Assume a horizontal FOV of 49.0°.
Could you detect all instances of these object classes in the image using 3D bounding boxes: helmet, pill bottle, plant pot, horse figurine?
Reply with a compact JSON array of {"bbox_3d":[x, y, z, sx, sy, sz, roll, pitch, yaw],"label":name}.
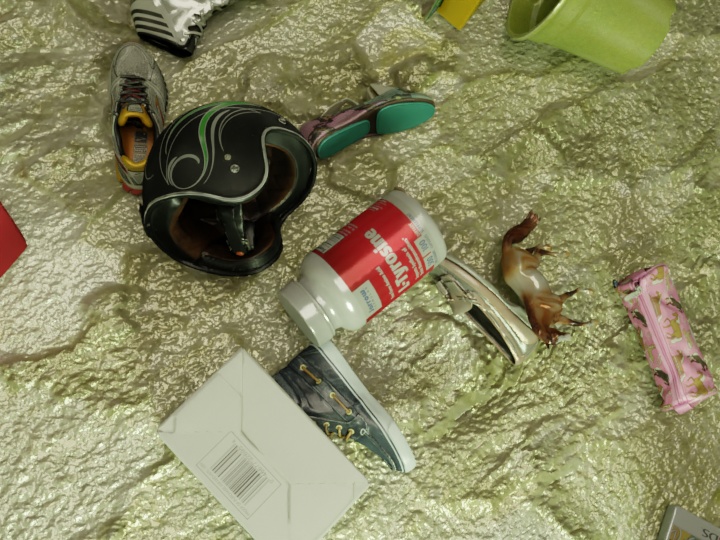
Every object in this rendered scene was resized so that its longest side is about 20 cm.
[{"bbox_3d":[-0.158,-0.110,0.958,0.199,0.200,0.191,18,52,-8],"label":"helmet"},{"bbox_3d":[0.000,0.000,0.980,0.200,0.112,0.112,-39,87,-13],"label":"pill bottle"},{"bbox_3d":[0.347,-0.388,1.157,0.184,0.200,0.201,24,71,-18],"label":"plant pot"},{"bbox_3d":[0.242,0.014,1.060,0.132,0.050,0.200,-8,61,-32],"label":"horse figurine"}]

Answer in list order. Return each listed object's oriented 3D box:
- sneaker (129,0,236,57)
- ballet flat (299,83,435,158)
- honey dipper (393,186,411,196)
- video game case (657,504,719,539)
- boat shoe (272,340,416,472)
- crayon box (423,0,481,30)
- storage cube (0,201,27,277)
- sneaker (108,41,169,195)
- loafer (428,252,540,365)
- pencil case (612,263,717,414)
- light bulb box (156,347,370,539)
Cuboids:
[{"bbox_3d":[-0.211,-0.348,1.077,0.200,0.076,0.116,-9,87,-7],"label":"sneaker"},{"bbox_3d":[0.006,-0.217,1.092,0.200,0.069,0.071,-24,63,-17],"label":"ballet flat"},{"bbox_3d":[-0.004,-0.033,1.054,0.038,0.038,0.200,43,74,1],"label":"honey dipper"},{"bbox_3d":[0.458,0.442,1.042,0.182,0.023,0.200,28,72,-4],"label":"video game case"},{"bbox_3d":[-0.023,0.186,0.978,0.091,0.071,0.200,-36,79,-17],"label":"boat shoe"},{"bbox_3d":[0.183,-0.440,1.152,0.052,0.126,0.200,40,72,-1],"label":"crayon box"},{"bbox_3d":[-0.501,-0.035,0.864,0.171,0.180,0.200,35,70,-2],"label":"storage cube"},{"bbox_3d":[-0.281,-0.202,1.008,0.078,0.082,0.201,-6,77,-14],"label":"sneaker"},{"bbox_3d":[0.155,0.048,1.053,0.200,0.072,0.063,37,78,-5],"label":"loafer"},{"bbox_3d":[0.421,0.093,1.092,0.086,0.083,0.201,-16,81,-17],"label":"pencil case"},{"bbox_3d":[-0.114,0.207,0.879,0.125,0.200,0.198,-43,88,-17],"label":"light bulb box"}]
